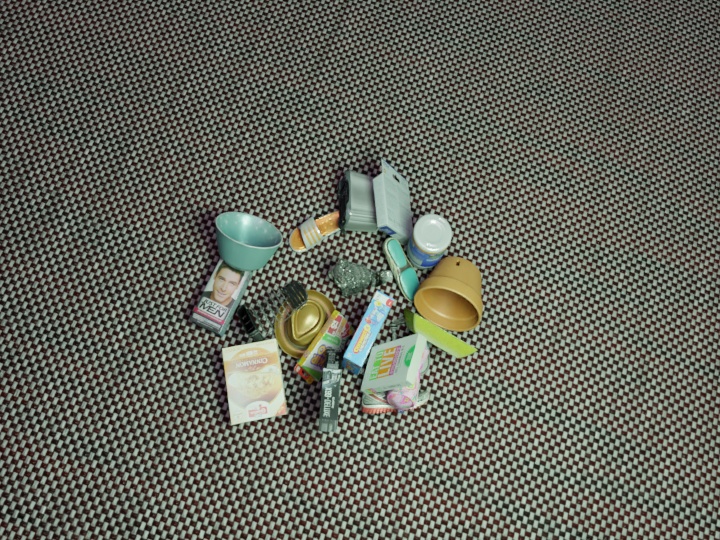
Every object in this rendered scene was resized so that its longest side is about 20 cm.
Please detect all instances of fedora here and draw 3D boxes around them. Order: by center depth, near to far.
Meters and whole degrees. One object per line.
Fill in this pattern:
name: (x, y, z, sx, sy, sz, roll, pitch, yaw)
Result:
fedora: (-0.155, 0.148, 1.561, 0.194, 0.082, 0.207, 1, 74, -3)

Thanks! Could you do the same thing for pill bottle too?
pill bottle: (0.193, -0.074, 1.587, 0.108, 0.201, 0.115, 1, 72, -2)

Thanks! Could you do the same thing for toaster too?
toaster: (0.001, -0.197, 1.643, 0.125, 0.114, 0.206, 6, 65, -17)

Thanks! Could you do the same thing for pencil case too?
pencil case: (0.132, 0.280, 1.493, 0.085, 0.088, 0.203, 19, 51, 1)

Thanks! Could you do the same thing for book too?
book: (0.087, 0.253, 1.455, 0.048, 0.198, 0.136, 36, 54, -21)

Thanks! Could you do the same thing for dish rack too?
dish rack: (-0.243, 0.101, 1.537, 0.198, 0.055, 0.153, -38, 35, -6)

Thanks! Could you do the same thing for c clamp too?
c clamp: (0.123, 0.229, 1.588, 0.165, 0.027, 0.206, 4, 75, -3)

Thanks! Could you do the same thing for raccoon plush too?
raccoon plush: (0.000, 0.000, 1.586, 0.195, 0.134, 0.099, -20, 75, -9)

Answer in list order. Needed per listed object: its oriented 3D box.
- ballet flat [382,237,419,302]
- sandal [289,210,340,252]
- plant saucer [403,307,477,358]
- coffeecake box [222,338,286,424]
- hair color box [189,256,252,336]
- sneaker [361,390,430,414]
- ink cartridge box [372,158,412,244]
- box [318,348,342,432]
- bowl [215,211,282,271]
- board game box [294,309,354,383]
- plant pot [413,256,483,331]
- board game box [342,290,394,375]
ballet flat: (0.122, -0.004, 1.634, 0.066, 0.062, 0.205, -23, 94, -18)
sandal: (-0.127, -0.133, 1.654, 0.204, 0.059, 0.080, -31, 78, -12)
plant saucer: (0.207, 0.179, 1.517, 0.196, 0.200, 0.049, 30, 89, -3)
coffeecake box: (-0.290, 0.305, 1.507, 0.149, 0.073, 0.206, -9, 80, -7)
hair color box: (-0.398, 0.074, 1.576, 0.097, 0.061, 0.204, 23, 73, 3)
sneaker: (0.099, 0.350, 1.523, 0.194, 0.078, 0.085, -4, 79, -6)
ink cartridge box: (0.097, -0.199, 1.626, 0.042, 0.195, 0.206, -13, 71, 26)
box: (-0.077, 0.308, 1.440, 0.048, 0.200, 0.163, 4, 95, -2)
bowl: (-0.330, -0.073, 1.573, 0.196, 0.202, 0.107, 24, 116, 2)
board game box: (-0.101, 0.220, 1.543, 0.030, 0.096, 0.202, 24, 71, 43)
plant pot: (0.267, 0.058, 1.572, 0.196, 0.202, 0.142, 25, 58, 4)
board game box: (0.018, 0.176, 1.506, 0.055, 0.201, 0.199, 26, 73, 5)
